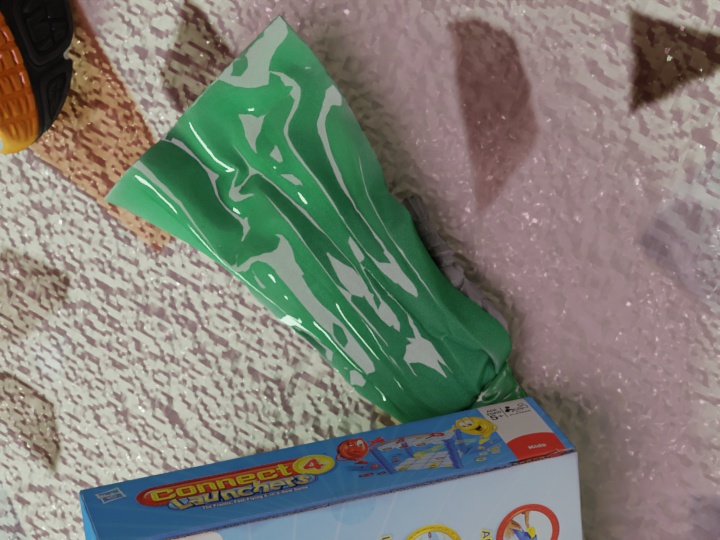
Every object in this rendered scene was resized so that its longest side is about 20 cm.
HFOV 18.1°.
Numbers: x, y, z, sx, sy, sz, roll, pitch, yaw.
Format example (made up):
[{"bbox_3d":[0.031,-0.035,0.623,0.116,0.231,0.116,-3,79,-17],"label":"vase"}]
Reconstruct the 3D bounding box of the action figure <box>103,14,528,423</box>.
[{"bbox_3d":[0.000,0.000,0.966,0.200,0.055,0.118,46,119,-1],"label":"action figure"}]

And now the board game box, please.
[{"bbox_3d":[-0.005,0.169,0.941,0.196,0.056,0.200,-10,113,-13],"label":"board game box"}]

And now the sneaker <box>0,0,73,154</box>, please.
[{"bbox_3d":[-0.201,-0.139,1.020,0.092,0.076,0.200,-27,85,38],"label":"sneaker"}]
